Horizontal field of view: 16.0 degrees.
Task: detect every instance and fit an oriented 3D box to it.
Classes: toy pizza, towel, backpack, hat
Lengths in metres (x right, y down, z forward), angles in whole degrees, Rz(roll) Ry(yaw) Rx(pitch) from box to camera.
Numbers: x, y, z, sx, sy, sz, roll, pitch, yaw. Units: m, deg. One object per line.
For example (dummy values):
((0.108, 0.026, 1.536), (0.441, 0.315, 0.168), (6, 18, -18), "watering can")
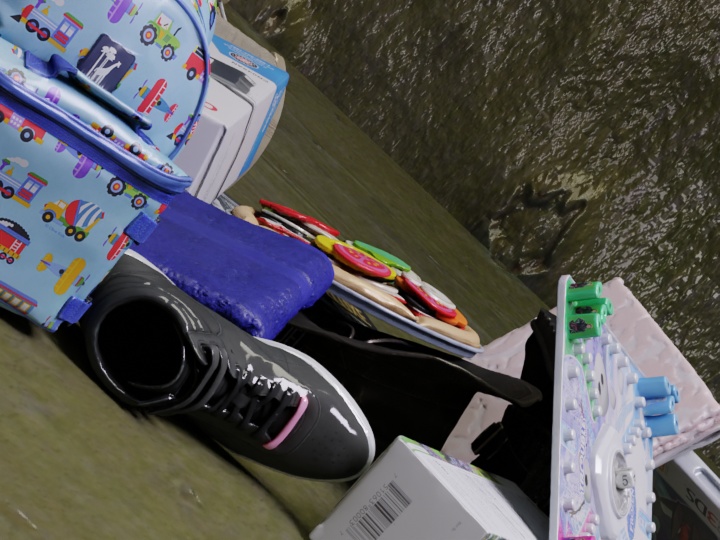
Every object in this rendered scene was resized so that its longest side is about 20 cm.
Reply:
((0.000, 0.000, 1.733), (0.200, 0.032, 0.200), (28, 4, -2), "toy pizza")
((-0.104, 0.001, 1.547), (0.147, 0.050, 0.200), (25, 14, 6), "towel")
((-0.160, -0.096, 1.313), (0.182, 0.200, 0.135), (39, 8, -34), "backpack")
((0.012, 0.082, 1.663), (0.200, 0.081, 0.201), (19, 0, 0), "hat")
((0.148, 0.104, 1.909), (0.191, 0.200, 0.032), (55, -10, 50), "towel")

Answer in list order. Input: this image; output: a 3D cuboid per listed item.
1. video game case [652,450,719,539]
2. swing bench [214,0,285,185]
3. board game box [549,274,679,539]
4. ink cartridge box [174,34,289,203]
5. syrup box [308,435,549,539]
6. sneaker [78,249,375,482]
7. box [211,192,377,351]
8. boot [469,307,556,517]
((0.262, 0.243, 1.900), (0.182, 0.023, 0.200), (48, -31, 37), "video game case")
((-0.173, -0.197, 2.140), (0.200, 0.130, 0.199), (48, 8, 33), "swing bench")
((0.158, 0.130, 1.562), (0.200, 0.026, 0.201), (47, 42, -58), "board game box")
((-0.145, -0.114, 1.737), (0.144, 0.084, 0.200), (27, 17, 2), "ink cartridge box")
((0.057, 0.164, 1.479), (0.081, 0.079, 0.200), (46, 7, 24), "syrup box")
((-0.076, 0.066, 1.381), (0.200, 0.071, 0.099), (36, 10, -12), "sneaker")
((-0.068, 0.010, 1.817), (0.200, 0.050, 0.158), (37, 9, -36), "box")
((0.116, 0.117, 1.761), (0.079, 0.158, 0.211), (33, 12, -2), "boot")
